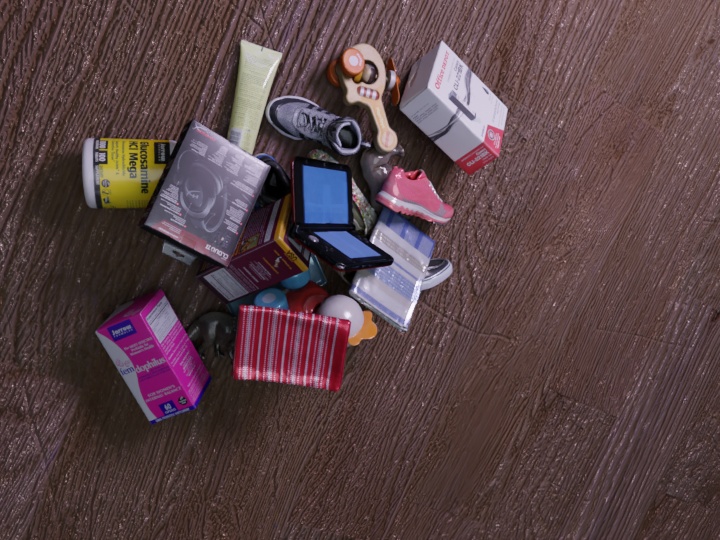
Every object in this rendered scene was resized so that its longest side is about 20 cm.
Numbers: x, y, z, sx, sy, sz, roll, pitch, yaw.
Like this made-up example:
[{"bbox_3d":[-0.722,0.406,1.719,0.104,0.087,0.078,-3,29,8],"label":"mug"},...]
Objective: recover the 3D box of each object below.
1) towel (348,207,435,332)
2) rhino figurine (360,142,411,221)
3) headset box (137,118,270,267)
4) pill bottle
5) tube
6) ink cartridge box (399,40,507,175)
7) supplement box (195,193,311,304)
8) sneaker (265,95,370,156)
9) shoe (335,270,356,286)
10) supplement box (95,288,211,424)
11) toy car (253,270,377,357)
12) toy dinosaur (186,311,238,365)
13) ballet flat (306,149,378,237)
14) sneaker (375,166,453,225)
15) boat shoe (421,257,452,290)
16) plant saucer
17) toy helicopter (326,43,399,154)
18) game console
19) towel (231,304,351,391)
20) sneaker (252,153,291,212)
[{"bbox_3d":[0.063,-0.005,1.205,0.145,0.024,0.204,33,63,-23],"label":"towel"},{"bbox_3d":[0.054,-0.160,1.244,0.086,0.060,0.205,-26,116,-17],"label":"rhino figurine"},{"bbox_3d":[-0.254,-0.111,1.017,0.146,0.077,0.205,27,79,-26],"label":"headset box"},{"bbox_3d":[-0.362,-0.164,1.070,0.194,0.112,0.116,-3,104,-18],"label":"pill bottle"},{"bbox_3d":[-0.198,-0.300,1.133,0.057,0.051,0.206,6,99,-53],"label":"tube"},{"bbox_3d":[0.181,-0.309,1.204,0.198,0.083,0.147,36,51,-22],"label":"ink cartridge box"},{"bbox_3d":[-0.181,-0.035,1.106,0.196,0.112,0.086,-22,129,28],"label":"supplement box"},{"bbox_3d":[-0.072,-0.263,1.146,0.195,0.114,0.078,17,97,-21],"label":"sneaker"},{"bbox_3d":[0.000,0.000,1.234,0.199,0.053,0.070,42,98,0],"label":"shoe"},{"bbox_3d":[-0.367,0.154,1.134,0.099,0.104,0.204,-20,109,13],"label":"supplement box"},{"bbox_3d":[-0.068,0.102,1.146,0.178,0.194,0.188,-58,149,-43],"label":"toy car"},{"bbox_3d":[-0.264,0.119,1.199,0.194,0.077,0.106,7,100,13],"label":"toy dinosaur"},{"bbox_3d":[-0.035,-0.141,1.205,0.200,0.075,0.065,47,45,-21],"label":"ballet flat"},{"bbox_3d":[0.120,-0.145,1.210,0.196,0.073,0.089,9,107,-42],"label":"sneaker"},{"bbox_3d":[0.096,0.001,1.288,0.194,0.072,0.073,-16,112,-13],"label":"boat shoe"},{"bbox_3d":[-0.164,0.039,1.237,0.196,0.019,0.071,-29,110,-11],"label":"plant saucer"},{"bbox_3d":[0.029,-0.321,1.177,0.130,0.078,0.205,-23,97,-25],"label":"toy helicopter"},{"bbox_3d":[-0.026,-0.095,1.076,0.198,0.170,0.121,-7,127,-60],"label":"game console"},{"bbox_3d":[-0.119,0.137,1.086,0.194,0.023,0.149,8,113,-9],"label":"towel"},{"bbox_3d":[-0.158,-0.107,1.154,0.074,0.111,0.206,-11,106,-16],"label":"sneaker"}]
